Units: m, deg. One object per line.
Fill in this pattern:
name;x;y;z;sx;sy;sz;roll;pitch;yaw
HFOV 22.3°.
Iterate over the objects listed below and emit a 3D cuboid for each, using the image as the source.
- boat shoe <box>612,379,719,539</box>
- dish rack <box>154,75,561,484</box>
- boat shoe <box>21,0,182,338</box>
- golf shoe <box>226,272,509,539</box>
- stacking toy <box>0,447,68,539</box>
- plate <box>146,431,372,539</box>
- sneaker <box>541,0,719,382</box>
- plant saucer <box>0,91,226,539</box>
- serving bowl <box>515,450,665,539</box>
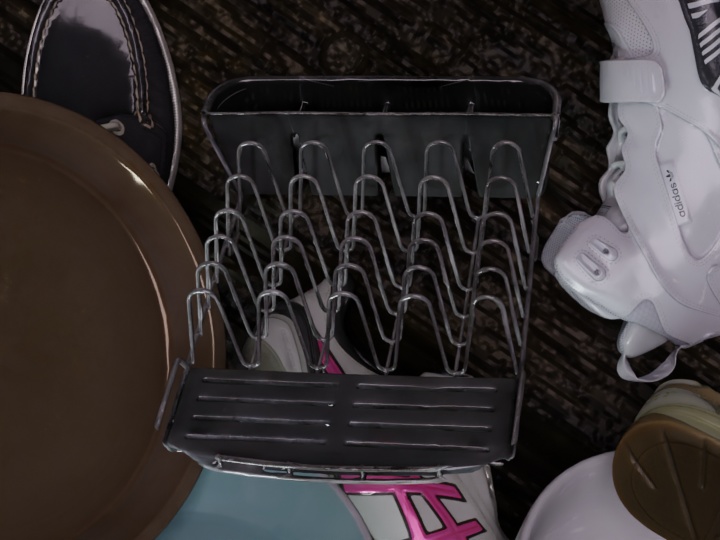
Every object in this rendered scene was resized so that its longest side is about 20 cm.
boat shoe;0.199;0.110;0.738;0.200;0.063;0.074;28;122;13
dish rack;0.000;0.000;0.725;0.152;0.201;0.055;0;131;10
boat shoe;-0.121;-0.033;0.795;0.073;0.060;0.202;5;92;4
golf shoe;0.028;0.091;0.785;0.092;0.073;0.200;-45;89;2
stacking toy;-0.221;0.045;0.732;0.110;0.116;0.200;-50;125;-15
plate;-0.081;0.156;0.726;0.199;0.026;0.201;-12;52;15
sneaker;0.117;-0.053;0.774;0.114;0.075;0.201;-30;93;2
plant saucer;-0.144;0.031;0.719;0.199;0.029;0.202;5;81;-34
serving bowl;0.139;0.170;0.742;0.199;0.200;0.066;31;130;2
